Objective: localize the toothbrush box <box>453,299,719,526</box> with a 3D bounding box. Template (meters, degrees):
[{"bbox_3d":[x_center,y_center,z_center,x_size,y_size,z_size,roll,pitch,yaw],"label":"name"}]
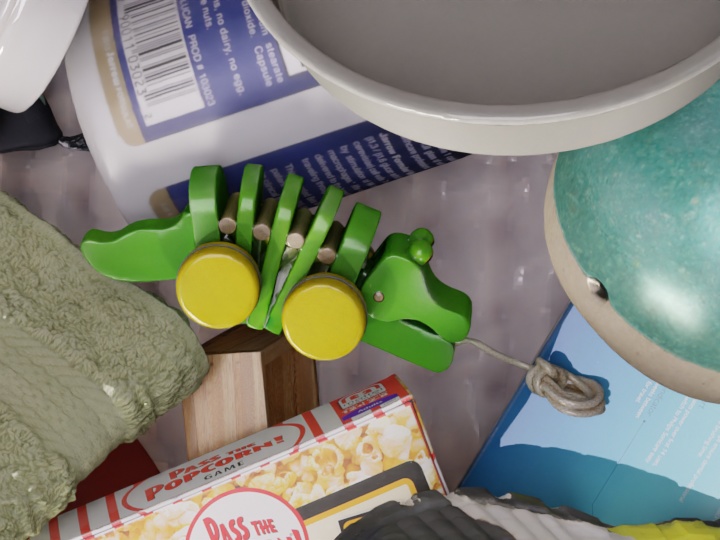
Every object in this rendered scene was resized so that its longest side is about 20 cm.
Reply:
[{"bbox_3d":[0.144,0.096,1.101,0.199,0.085,0.147,31,100,6],"label":"toothbrush box"}]

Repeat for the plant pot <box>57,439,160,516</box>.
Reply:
[{"bbox_3d":[-0.179,0.140,1.116,0.199,0.177,0.201,1,96,10],"label":"plant pot"}]

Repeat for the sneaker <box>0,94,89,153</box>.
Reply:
[{"bbox_3d":[-0.148,-0.101,1.142,0.140,0.078,0.200,36,110,3],"label":"sneaker"}]

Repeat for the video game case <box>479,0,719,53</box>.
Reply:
[{"bbox_3d":[0.143,-0.150,1.032,0.143,0.018,0.200,16,55,18],"label":"video game case"}]

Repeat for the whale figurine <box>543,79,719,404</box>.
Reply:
[{"bbox_3d":[0.161,-0.039,1.033,0.199,0.104,0.159,-25,66,-30],"label":"whale figurine"}]

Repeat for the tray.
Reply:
[{"bbox_3d":[-0.036,0.125,1.129,0.037,0.099,0.201,-5,95,11],"label":"tray"}]

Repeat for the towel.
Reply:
[{"bbox_3d":[-0.169,0.018,1.051,0.200,0.148,0.037,35,145,16],"label":"towel"}]

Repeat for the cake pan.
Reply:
[{"bbox_3d":[0.055,-0.117,0.982,0.199,0.037,0.201,-4,53,5],"label":"cake pan"}]

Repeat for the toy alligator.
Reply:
[{"bbox_3d":[0.000,0.000,1.044,0.199,0.059,0.054,16,110,0],"label":"toy alligator"}]

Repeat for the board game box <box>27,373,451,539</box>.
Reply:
[{"bbox_3d":[-0.017,0.160,1.053,0.151,0.046,0.201,-22,101,-4],"label":"board game box"}]

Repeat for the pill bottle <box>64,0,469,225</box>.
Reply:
[{"bbox_3d":[-0.002,-0.087,1.094,0.199,0.111,0.112,-17,93,11],"label":"pill bottle"}]

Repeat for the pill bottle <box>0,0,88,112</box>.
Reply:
[{"bbox_3d":[-0.197,-0.129,1.033,0.199,0.112,0.112,23,100,-20],"label":"pill bottle"}]

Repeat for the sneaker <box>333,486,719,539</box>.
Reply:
[{"bbox_3d":[0.080,0.131,1.010,0.199,0.074,0.085,8,106,-17],"label":"sneaker"}]
